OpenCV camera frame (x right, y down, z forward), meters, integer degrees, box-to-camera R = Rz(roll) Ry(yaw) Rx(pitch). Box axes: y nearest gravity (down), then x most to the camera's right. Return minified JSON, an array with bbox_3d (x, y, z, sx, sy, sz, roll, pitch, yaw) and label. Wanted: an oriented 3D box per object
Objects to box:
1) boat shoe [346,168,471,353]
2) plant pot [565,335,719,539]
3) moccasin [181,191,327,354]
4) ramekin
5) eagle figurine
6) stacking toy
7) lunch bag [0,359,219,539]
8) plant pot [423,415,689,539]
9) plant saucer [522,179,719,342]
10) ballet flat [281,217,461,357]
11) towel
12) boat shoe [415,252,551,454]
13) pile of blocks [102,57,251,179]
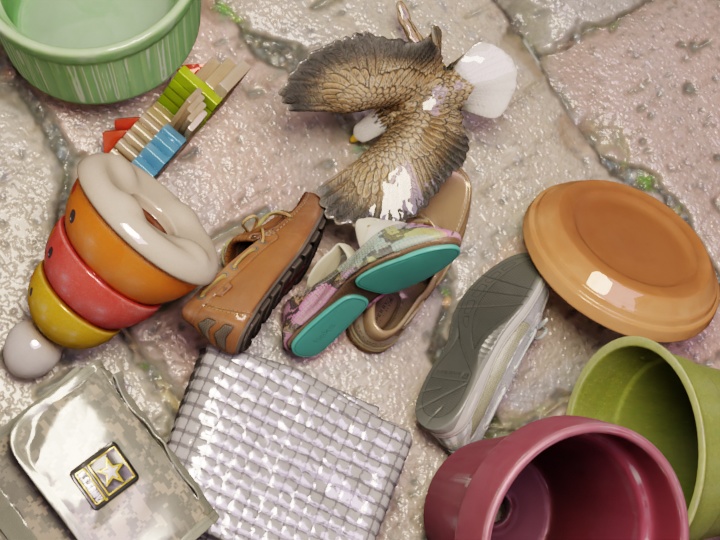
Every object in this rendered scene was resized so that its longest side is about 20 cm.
[{"bbox_3d":[0.055,-0.016,1.550,0.071,0.065,0.201,29,69,-8],"label":"boat shoe"},{"bbox_3d":[0.316,0.165,1.535,0.189,0.200,0.202,5,74,-29],"label":"plant pot"},{"bbox_3d":[-0.090,-0.007,1.478,0.077,0.074,0.202,29,49,7],"label":"moccasin"},{"bbox_3d":[-0.230,-0.242,1.474,0.198,0.098,0.202,0,62,1],"label":"ramekin"},{"bbox_3d":[0.033,-0.142,1.531,0.151,0.152,0.200,33,33,14],"label":"eagle figurine"},{"bbox_3d":[-0.227,0.017,1.409,0.146,0.146,0.200,43,103,-3],"label":"stacking toy"},{"bbox_3d":[-0.232,0.188,1.339,0.200,0.118,0.164,-38,89,10],"label":"lunch bag"},{"bbox_3d":[0.148,0.218,1.441,0.198,0.179,0.202,-1,92,-24],"label":"plant pot"},{"bbox_3d":[0.247,-0.018,1.573,0.199,0.038,0.201,16,40,-14],"label":"plant saucer"},{"bbox_3d":[0.000,0.000,1.472,0.069,0.200,0.072,17,46,-45],"label":"ballet flat"},{"bbox_3d":[-0.072,0.172,1.452,0.199,0.086,0.167,24,68,-8],"label":"towel"},{"bbox_3d":[0.120,0.073,1.550,0.065,0.074,0.203,50,58,-40],"label":"boat shoe"},{"bbox_3d":[-0.182,-0.126,1.495,0.062,0.082,0.200,40,68,-4],"label":"pile of blocks"}]
